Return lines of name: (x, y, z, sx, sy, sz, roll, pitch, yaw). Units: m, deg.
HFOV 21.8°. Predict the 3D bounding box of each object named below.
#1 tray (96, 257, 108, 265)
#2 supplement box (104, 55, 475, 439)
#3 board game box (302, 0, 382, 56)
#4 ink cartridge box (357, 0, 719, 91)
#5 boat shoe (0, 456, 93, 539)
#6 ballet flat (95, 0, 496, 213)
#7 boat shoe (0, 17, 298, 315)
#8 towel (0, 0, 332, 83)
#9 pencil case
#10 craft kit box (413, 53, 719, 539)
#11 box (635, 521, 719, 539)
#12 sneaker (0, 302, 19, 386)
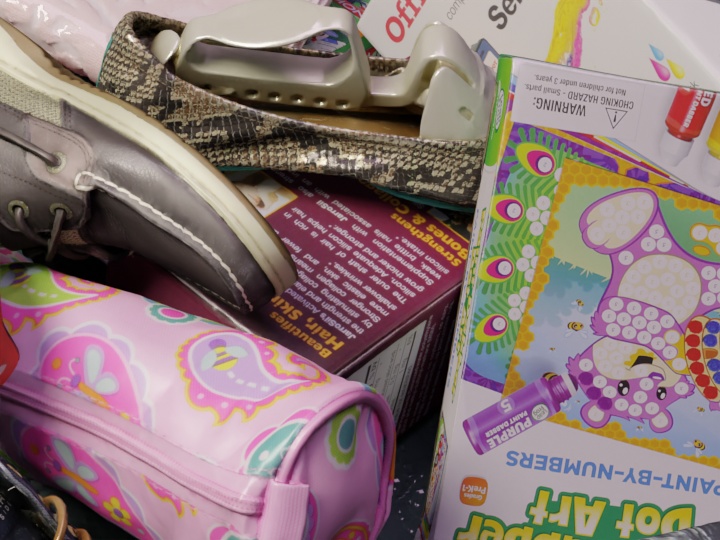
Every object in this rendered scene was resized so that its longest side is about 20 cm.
tray: (-0.064, -0.052, 0.861, 0.107, 0.022, 0.200, 30, 44, 27)
supplement box: (0.000, 0.000, 0.779, 0.110, 0.086, 0.200, 36, 46, 23)
board game box: (-0.076, -0.145, 0.933, 0.200, 0.029, 0.134, 33, 43, 29)
ink cartridge box: (0.110, -0.096, 0.830, 0.087, 0.145, 0.200, -29, 75, -37)
boat shoe: (-0.109, 0.109, 0.629, 0.199, 0.091, 0.071, 16, 42, 2)
ballet flat: (-0.003, -0.068, 0.730, 0.199, 0.076, 0.068, 7, 41, -7)
boat shoe: (-0.112, -0.034, 0.685, 0.200, 0.072, 0.066, 35, 73, 22)
towel: (-0.112, -0.150, 0.852, 0.199, 0.032, 0.191, 27, 38, 3)
pencil case: (-0.084, 0.051, 0.671, 0.199, 0.088, 0.087, 20, 40, 30)
craft kit box: (0.133, 0.031, 0.712, 0.199, 0.199, 0.049, 8, 8, -5)
box: (0.084, 0.198, 0.565, 0.196, 0.124, 0.200, -10, 47, -21)
sneaker: (-0.178, -0.032, 0.653, 0.075, 0.084, 0.201, -34, 60, 9)
